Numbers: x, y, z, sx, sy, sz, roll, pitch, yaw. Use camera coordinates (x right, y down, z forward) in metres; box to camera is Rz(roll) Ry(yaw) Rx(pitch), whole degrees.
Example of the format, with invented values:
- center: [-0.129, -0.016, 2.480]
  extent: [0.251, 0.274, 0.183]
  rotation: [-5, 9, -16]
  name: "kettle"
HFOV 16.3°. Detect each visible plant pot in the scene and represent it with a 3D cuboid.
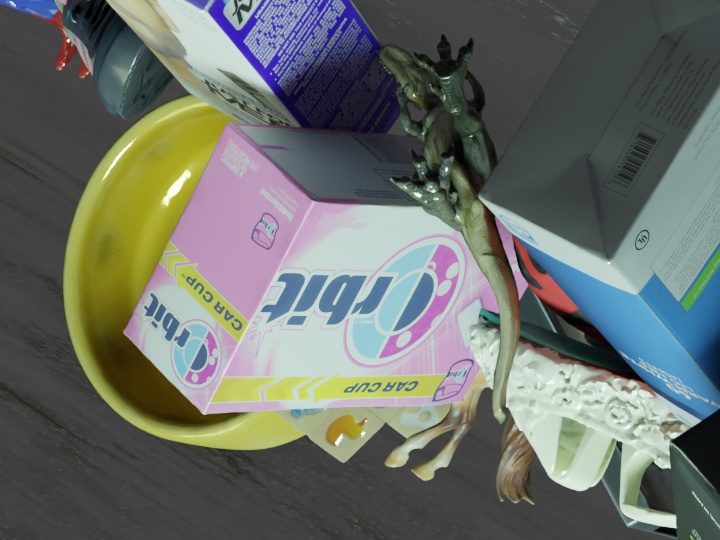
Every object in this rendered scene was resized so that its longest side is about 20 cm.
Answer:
- center: [-0.041, 0.010, 1.486]
  extent: [0.200, 0.202, 0.189]
  rotation: [29, -172, 35]
  name: "plant pot"

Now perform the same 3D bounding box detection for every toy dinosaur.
- center: [0.040, -0.041, 1.081]
  extent: [0.088, 0.047, 0.201]
  rotation: [67, -171, -53]
  name: "toy dinosaur"

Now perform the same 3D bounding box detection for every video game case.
- center: [0.139, 0.078, 1.365]
  extent: [0.143, 0.019, 0.200]
  rotation: [63, -167, 16]
  name: "video game case"

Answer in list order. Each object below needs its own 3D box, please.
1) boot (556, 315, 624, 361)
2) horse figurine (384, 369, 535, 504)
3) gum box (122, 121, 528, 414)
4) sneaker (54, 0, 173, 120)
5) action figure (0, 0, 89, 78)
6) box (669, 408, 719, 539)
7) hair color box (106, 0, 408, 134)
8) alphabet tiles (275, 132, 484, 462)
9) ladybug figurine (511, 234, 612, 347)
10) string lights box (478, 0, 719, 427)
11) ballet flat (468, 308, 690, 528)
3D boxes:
- center: [0.173, 0.094, 1.231]
  extent: [0.201, 0.068, 0.188]
  rotation: [58, 168, -12]
  name: "boot"
- center: [0.035, 0.036, 1.323]
  extent: [0.200, 0.133, 0.050]
  rotation: [39, -170, -20]
  name: "horse figurine"
- center: [0.000, 0.000, 1.173]
  extent: [0.199, 0.114, 0.066]
  rotation: [1, -146, -49]
  name: "gum box"
- center: [-0.130, -0.127, 1.302]
  extent: [0.082, 0.070, 0.200]
  rotation: [38, -179, -4]
  name: "sneaker"
- center: [-0.262, -0.172, 1.584]
  extent: [0.200, 0.099, 0.065]
  rotation: [41, 169, -29]
  name: "action figure"
- center: [0.204, 0.105, 0.883]
  extent: [0.125, 0.148, 0.200]
  rotation: [53, 171, 27]
  name: "box"
- center: [-0.059, -0.120, 1.143]
  extent: [0.109, 0.065, 0.200]
  rotation: [31, 171, 26]
  name: "hair color box"
- center: [0.010, 0.016, 1.349]
  extent: [0.200, 0.166, 0.006]
  rotation: [40, -171, -39]
  name: "alphabet tiles"
- center: [0.118, -0.009, 1.052]
  extent: [0.135, 0.072, 0.200]
  rotation: [34, 173, -2]
  name: "ladybug figurine"
- center: [0.125, -0.014, 0.866]
  extent: [0.059, 0.103, 0.200]
  rotation: [28, 170, 35]
  name: "string lights box"
- center: [0.113, 0.069, 1.068]
  extent: [0.199, 0.072, 0.072]
  rotation: [19, 165, 44]
  name: "ballet flat"
